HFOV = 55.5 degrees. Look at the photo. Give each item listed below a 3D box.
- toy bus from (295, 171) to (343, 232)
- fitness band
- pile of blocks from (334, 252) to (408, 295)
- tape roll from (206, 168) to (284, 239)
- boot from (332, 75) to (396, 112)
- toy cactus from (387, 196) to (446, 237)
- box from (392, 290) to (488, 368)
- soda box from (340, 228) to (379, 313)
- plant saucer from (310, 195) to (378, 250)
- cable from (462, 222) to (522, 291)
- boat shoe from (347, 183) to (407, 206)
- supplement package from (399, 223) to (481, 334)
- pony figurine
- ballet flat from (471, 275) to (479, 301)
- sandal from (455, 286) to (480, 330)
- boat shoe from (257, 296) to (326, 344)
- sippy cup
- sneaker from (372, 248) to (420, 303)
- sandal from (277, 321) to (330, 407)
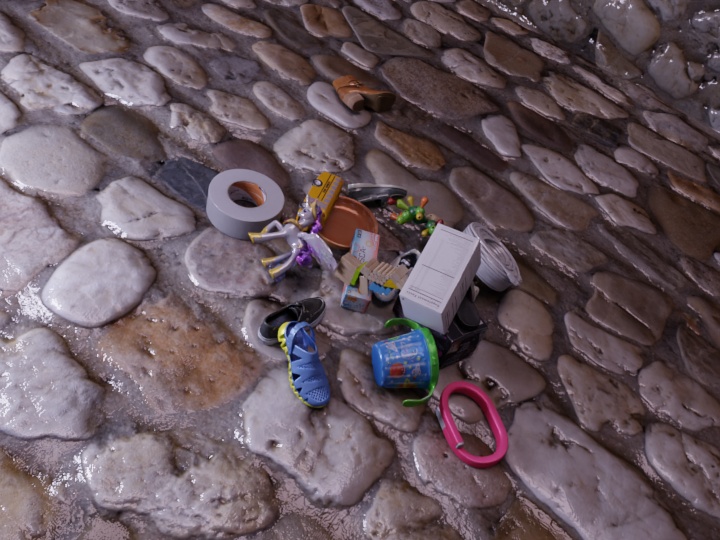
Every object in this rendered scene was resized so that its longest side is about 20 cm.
[{"bbox_3d":[-0.111,-0.176,1.804,0.077,0.066,0.202,23,43,-1],"label":"toy bus"},{"bbox_3d":[0.248,0.338,1.518,0.140,0.038,0.203,-3,50,-24],"label":"fitness band"},{"bbox_3d":[0.037,0.011,1.609,0.196,0.084,0.062,16,32,27],"label":"pile of blocks"},{"bbox_3d":[-0.299,-0.173,1.776,0.195,0.067,0.203,12,44,-12],"label":"tape roll"},{"bbox_3d":[0.013,-0.610,2.328,0.196,0.075,0.156,-10,48,-33],"label":"boot"},{"bbox_3d":[0.177,-0.153,1.925,0.162,0.105,0.198,13,10,-40],"label":"toy cactus"},{"bbox_3d":[0.190,0.116,1.656,0.130,0.116,0.202,-14,55,-34],"label":"box"},{"bbox_3d":[0.000,0.000,1.703,0.067,0.064,0.204,14,55,-8],"label":"soda box"},{"bbox_3d":[-0.049,-0.123,1.849,0.195,0.038,0.203,11,45,-11],"label":"plant saucer"},{"bbox_3d":[0.350,-0.038,1.864,0.199,0.069,0.201,42,25,-7],"label":"cable"},{"bbox_3d":[0.050,-0.215,1.978,0.195,0.072,0.064,-1,90,-32],"label":"boat shoe"},{"bbox_3d":[0.183,0.019,1.552,0.112,0.110,0.203,23,68,22],"label":"supplement package"},{"bbox_3d":[-0.147,-0.062,1.664,0.197,0.166,0.196,-30,91,-12],"label":"pony figurine"},{"bbox_3d":[0.284,0.036,1.808,0.062,0.068,0.203,16,43,-16],"label":"ballet flat"},{"bbox_3d":[0.238,0.047,1.622,0.073,0.049,0.203,-2,49,-24],"label":"sandal"},{"bbox_3d":[-0.149,0.105,1.569,0.069,0.057,0.198,42,47,21],"label":"boat shoe"},{"bbox_3d":[0.094,0.203,1.529,0.127,0.143,0.178,-5,24,-12],"label":"sippy cup"},{"bbox_3d":[0.093,0.009,1.752,0.071,0.073,0.200,33,46,11],"label":"sneaker"},{"bbox_3d":[-0.116,0.193,1.458,0.078,0.087,0.204,-15,73,-35],"label":"sandal"}]
